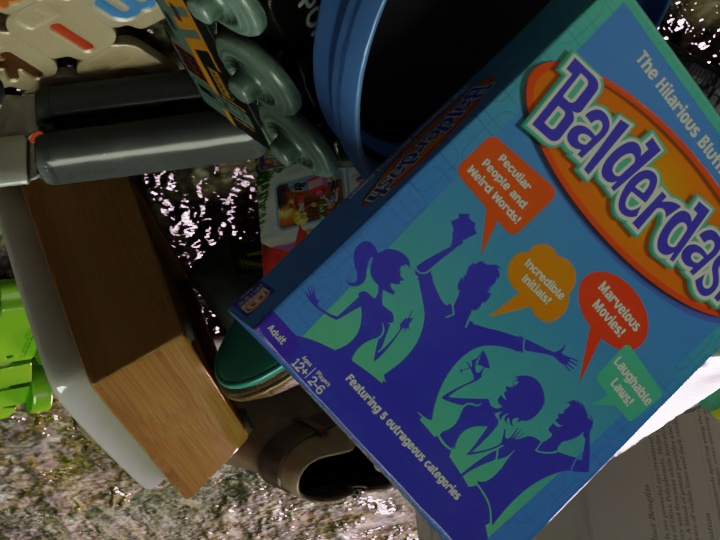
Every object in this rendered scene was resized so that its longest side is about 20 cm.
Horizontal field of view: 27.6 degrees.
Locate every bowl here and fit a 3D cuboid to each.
[{"bbox_3d":[0.062,-0.118,0.616,0.200,0.039,0.201,-33,147,-25],"label":"bowl"}]

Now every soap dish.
[{"bbox_3d":[-0.136,0.032,0.872,0.081,0.158,0.200,-23,153,-3],"label":"soap dish"}]

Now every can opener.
[{"bbox_3d":[-0.147,-0.076,0.723,0.200,0.053,0.067,-7,154,2],"label":"can opener"}]

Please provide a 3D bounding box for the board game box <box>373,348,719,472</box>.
[{"bbox_3d":[0.095,0.047,0.747,0.147,0.064,0.200,-3,159,-15],"label":"board game box"}]

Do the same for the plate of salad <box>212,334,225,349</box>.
[{"bbox_3d":[-0.100,0.099,1.118,0.200,0.048,0.200,-4,153,-2],"label":"plate of salad"}]

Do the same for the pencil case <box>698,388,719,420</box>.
[{"bbox_3d":[0.162,0.014,0.867,0.200,0.088,0.088,34,147,0],"label":"pencil case"}]

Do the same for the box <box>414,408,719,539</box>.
[{"bbox_3d":[0.163,0.175,1.148,0.171,0.199,0.200,14,147,-33],"label":"box"}]

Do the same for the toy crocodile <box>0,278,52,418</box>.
[{"bbox_3d":[-0.244,0.054,0.996,0.067,0.062,0.200,-9,154,-25],"label":"toy crocodile"}]

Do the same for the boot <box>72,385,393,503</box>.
[{"bbox_3d":[-0.072,0.110,0.977,0.200,0.070,0.146,-7,-158,-31],"label":"boot"}]

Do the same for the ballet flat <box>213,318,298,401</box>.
[{"bbox_3d":[0.000,0.000,0.830,0.200,0.068,0.072,-55,139,0],"label":"ballet flat"}]

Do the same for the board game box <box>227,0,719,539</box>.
[{"bbox_3d":[0.070,0.003,0.600,0.152,0.200,0.045,48,173,-20],"label":"board game box"}]

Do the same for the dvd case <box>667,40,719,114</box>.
[{"bbox_3d":[0.194,-0.023,0.789,0.200,0.016,0.149,29,117,2],"label":"dvd case"}]

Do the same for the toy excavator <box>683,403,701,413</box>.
[{"bbox_3d":[0.121,0.020,0.975,0.194,0.100,0.200,-17,138,17],"label":"toy excavator"}]

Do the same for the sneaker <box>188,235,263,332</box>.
[{"bbox_3d":[-0.050,0.017,0.950,0.074,0.085,0.200,-42,169,2],"label":"sneaker"}]

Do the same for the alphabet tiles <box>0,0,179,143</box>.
[{"bbox_3d":[-0.191,-0.116,0.709,0.200,0.015,0.196,-21,149,28],"label":"alphabet tiles"}]

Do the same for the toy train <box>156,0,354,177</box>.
[{"bbox_3d":[-0.047,-0.119,0.630,0.085,0.114,0.200,-48,150,-12],"label":"toy train"}]

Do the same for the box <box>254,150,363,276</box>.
[{"bbox_3d":[0.045,-0.057,0.735,0.200,0.137,0.039,-13,154,15],"label":"box"}]
